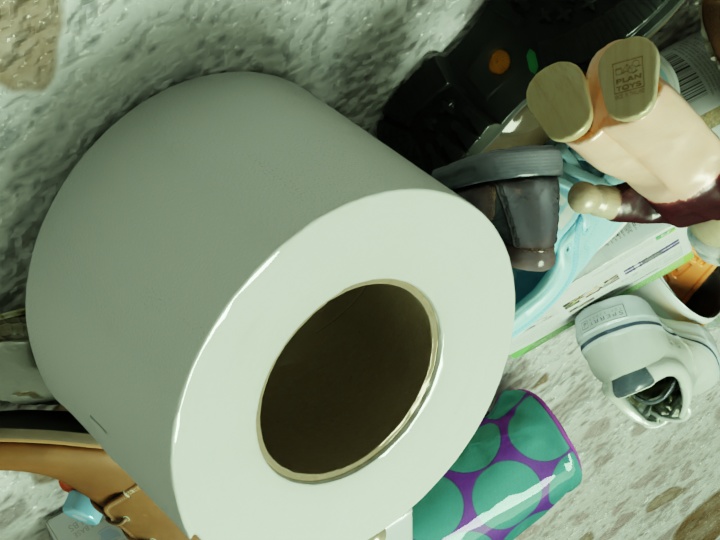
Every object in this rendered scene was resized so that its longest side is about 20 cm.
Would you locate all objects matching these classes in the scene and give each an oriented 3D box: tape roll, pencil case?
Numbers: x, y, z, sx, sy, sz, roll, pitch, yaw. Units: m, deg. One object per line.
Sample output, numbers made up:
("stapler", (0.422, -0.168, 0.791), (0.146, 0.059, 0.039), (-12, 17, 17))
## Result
("tape roll", (-0.043, 0.022, 0.955), (0.202, 0.139, 0.204), (-22, 130, -29))
("pencil case", (0.062, 0.172, 1.431), (0.199, 0.093, 0.085), (-36, 151, -6))

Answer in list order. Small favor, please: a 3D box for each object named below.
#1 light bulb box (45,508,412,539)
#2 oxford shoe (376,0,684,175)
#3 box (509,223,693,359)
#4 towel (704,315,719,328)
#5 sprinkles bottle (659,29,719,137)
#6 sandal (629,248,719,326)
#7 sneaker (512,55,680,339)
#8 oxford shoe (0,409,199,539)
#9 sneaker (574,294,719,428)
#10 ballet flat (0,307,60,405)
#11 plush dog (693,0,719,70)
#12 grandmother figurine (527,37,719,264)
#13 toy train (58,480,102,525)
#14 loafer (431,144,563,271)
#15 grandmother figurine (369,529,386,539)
("light bulb box", (-0.076, 0.198, 1.260), (0.197, 0.125, 0.201), (-29, 151, -17))
("oxford shoe", (0.103, -0.117, 1.066), (0.199, 0.073, 0.084), (-35, 158, 20))
("box", (0.140, 0.002, 1.251), (0.144, 0.037, 0.200), (-30, 168, 6))
("towel", (0.303, -0.035, 1.464), (0.170, 0.048, 0.201), (-7, 139, -47))
("sprinkles bottle", (0.211, -0.113, 1.204), (0.199, 0.068, 0.068), (-28, 152, -20))
("sandal", (0.226, 0.000, 1.370), (0.079, 0.059, 0.207), (22, 125, -27))
("sneaker", (0.115, -0.035, 1.107), (0.201, 0.074, 0.082), (-59, 178, 8))
("oxford shoe", (-0.119, 0.116, 1.057), (0.198, 0.071, 0.072), (13, 94, -18))
("sneaker", (0.197, 0.073, 1.332), (0.073, 0.071, 0.200), (-23, 159, 24))
("ballet flat", (-0.132, 0.040, 1.046), (0.067, 0.047, 0.199), (-32, 155, 36))
("plush dog", (0.268, -0.163, 1.093), (0.159, 0.173, 0.200), (-11, 155, 15))
("grandmother figurine", (0.172, -0.056, 1.047), (0.120, 0.061, 0.200), (-8, 155, 30))
("toy train", (-0.132, 0.184, 1.106), (0.056, 0.149, 0.201), (129, -21, -69))
("loafer", (0.050, -0.018, 1.032), (0.071, 0.064, 0.200), (-6, 174, -19))
("grandmother figurine", (-0.001, 0.132, 1.104), (0.121, 0.060, 0.201), (-82, -166, -74))
